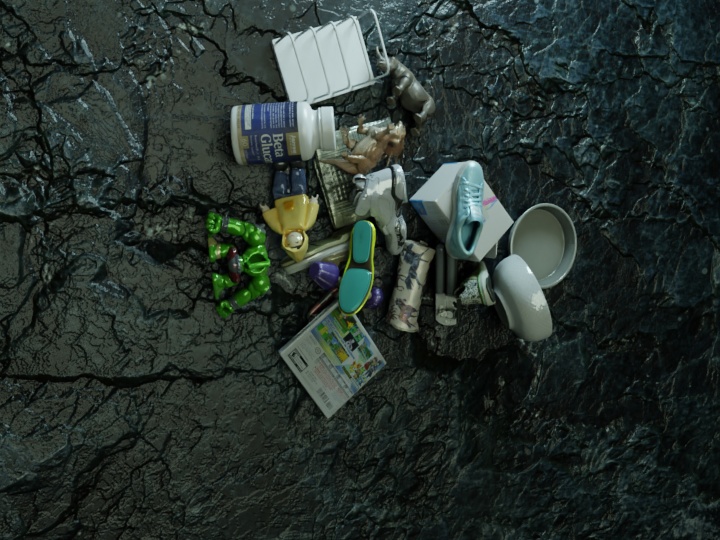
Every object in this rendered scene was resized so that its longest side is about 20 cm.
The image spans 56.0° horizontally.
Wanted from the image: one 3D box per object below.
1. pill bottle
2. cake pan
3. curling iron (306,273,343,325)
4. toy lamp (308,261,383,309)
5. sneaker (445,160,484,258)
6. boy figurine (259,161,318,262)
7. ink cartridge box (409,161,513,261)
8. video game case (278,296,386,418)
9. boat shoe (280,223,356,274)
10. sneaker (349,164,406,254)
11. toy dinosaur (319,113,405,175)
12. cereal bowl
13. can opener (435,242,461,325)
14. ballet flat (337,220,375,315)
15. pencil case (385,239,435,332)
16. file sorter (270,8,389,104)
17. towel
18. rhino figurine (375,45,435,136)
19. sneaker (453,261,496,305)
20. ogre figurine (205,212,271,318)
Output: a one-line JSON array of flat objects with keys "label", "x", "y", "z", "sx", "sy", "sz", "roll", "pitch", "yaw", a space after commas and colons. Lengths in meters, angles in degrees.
[{"label": "pill bottle", "x": -0.147, "y": -0.268, "z": 1.311, "sx": 0.194, "sy": 0.111, "sz": 0.115, "roll": -5, "pitch": 98, "yaw": 0}, {"label": "cake pan", "x": 0.438, "y": -0.060, "z": 1.646, "sx": 0.195, "sy": 0.037, "sz": 0.207, "roll": -2, "pitch": 96, "yaw": -22}, {"label": "curling iron", "x": -0.047, "y": 0.042, "z": 1.464, "sx": 0.050, "sy": 0.025, "sz": 0.202, "roll": 43, "pitch": 78, "yaw": -29}, {"label": "toy lamp", "x": -0.030, "y": 0.029, "z": 1.412, "sx": 0.198, "sy": 0.057, "sz": 0.060, "roll": 24, "pitch": 86, "yaw": -46}, {"label": "sneaker", "x": 0.230, "y": -0.123, "z": 1.391, "sx": 0.072, "sy": 0.082, "sz": 0.206, "roll": 5, "pitch": 94, "yaw": -23}, {"label": "boy figurine", "x": -0.143, "y": -0.119, "z": 1.357, "sx": 0.120, "sy": 0.065, "sz": 0.206, "roll": -3, "pitch": 78, "yaw": -2}, {"label": "ink cartridge box", "x": 0.231, "y": -0.121, "z": 1.506, "sx": 0.125, "sy": 0.128, "sz": 0.201, "roll": -45, "pitch": 110, "yaw": -12}, {"label": "video game case", "x": -0.057, "y": 0.188, "z": 1.462, "sx": 0.181, "sy": 0.022, "sz": 0.202, "roll": -40, "pitch": 116, "yaw": -14}, {"label": "boat shoe", "x": -0.070, "y": -0.029, "z": 1.420, "sx": 0.196, "sy": 0.075, "sz": 0.070, "roll": -24, "pitch": 109, "yaw": -12}, {"label": "sneaker", "x": 0.036, "y": -0.122, "z": 1.431, "sx": 0.112, "sy": 0.076, "sz": 0.205, "roll": -8, "pitch": 123, "yaw": -10}, {"label": "toy dinosaur", "x": 0.020, "y": -0.244, "z": 1.405, "sx": 0.198, "sy": 0.087, "sz": 0.136, "roll": -34, "pitch": 146, "yaw": 0}, {"label": "cereal bowl", "x": 0.355, "y": 0.072, "z": 1.548, "sx": 0.081, "sy": 0.200, "sz": 0.204, "roll": -22, "pitch": 104, "yaw": -2}, {"label": "can opener", "x": 0.197, "y": 0.032, "z": 1.535, "sx": 0.067, "sy": 0.051, "sz": 0.205, "roll": -46, "pitch": 137, "yaw": -52}, {"label": "ballet flat", "x": 0.000, "y": 0.000, "z": 1.368, "sx": 0.065, "sy": 0.067, "sz": 0.205, "roll": 5, "pitch": 71, "yaw": 12}, {"label": "pencil case", "x": 0.111, "y": 0.032, "z": 1.500, "sx": 0.076, "sy": 0.089, "sz": 0.206, "roll": 12, "pitch": 90, "yaw": 12}, {"label": "file sorter", "x": -0.056, "y": -0.426, "z": 1.358, "sx": 0.196, "sy": 0.124, "sz": 0.142, "roll": -22, "pitch": 104, "yaw": -19}, {"label": "towel", "x": -0.001, "y": -0.211, "z": 1.458, "sx": 0.196, "sy": 0.034, "sz": 0.198, "roll": -20, "pitch": 106, "yaw": -22}, {"label": "rhino figurine", "x": 0.091, "y": -0.395, "z": 1.453, "sx": 0.201, "sy": 0.059, "sz": 0.088, "roll": 51, "pitch": 52, "yaw": -18}, {"label": "sneaker", "x": 0.247, "y": 0.033, "z": 1.508, "sx": 0.086, "sy": 0.200, "sz": 0.079, "roll": -15, "pitch": 97, "yaw": 9}, {"label": "ogre figurine", "x": -0.239, "y": -0.013, "z": 1.342, "sx": 0.116, "sy": 0.098, "sz": 0.206, "roll": -6, "pitch": 87, "yaw": -10}]
